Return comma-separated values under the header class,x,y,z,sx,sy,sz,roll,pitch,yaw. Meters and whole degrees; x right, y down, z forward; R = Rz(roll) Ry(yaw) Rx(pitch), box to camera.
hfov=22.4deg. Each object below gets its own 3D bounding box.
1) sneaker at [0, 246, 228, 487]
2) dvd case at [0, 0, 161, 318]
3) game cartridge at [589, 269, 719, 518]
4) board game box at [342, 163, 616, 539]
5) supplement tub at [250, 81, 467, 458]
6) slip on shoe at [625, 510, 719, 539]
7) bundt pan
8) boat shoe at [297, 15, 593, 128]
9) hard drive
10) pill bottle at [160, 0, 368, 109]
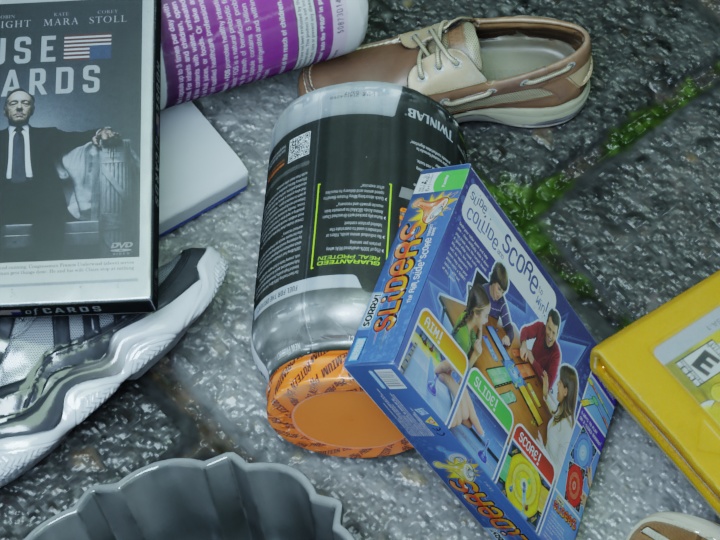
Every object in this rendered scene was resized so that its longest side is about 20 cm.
class,x,y,z,sx,sy,sz,roll,pitch,yaw
sneaker,-0.173,0.025,1.037,0.200,0.075,0.114,-42,90,-24
dvd case,-0.187,-0.069,1.013,0.150,0.025,0.200,-3,68,1
game cartridge,0.262,0.061,1.035,0.200,0.032,0.176,-31,61,-16
board game box,0.075,0.057,1.009,0.034,0.200,0.136,-5,48,37
supplement tub,0.000,0.000,1.064,0.122,0.123,0.200,7,58,-4
slip on shoe,0.240,0.199,1.016,0.200,0.076,0.061,28,19,18
bundt pan,-0.087,0.188,0.895,0.201,0.076,0.202,-11,38,9
boat shoe,0.057,-0.135,1.186,0.200,0.072,0.076,-8,60,-13
hard drive,-0.189,-0.056,1.129,0.200,0.025,0.132,-31,67,-24
pill bottle,-0.105,-0.163,1.123,0.200,0.112,0.112,-19,63,-15
